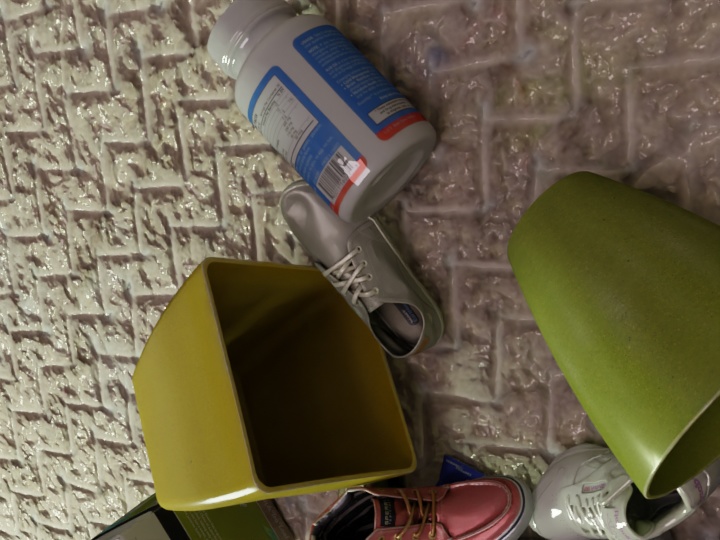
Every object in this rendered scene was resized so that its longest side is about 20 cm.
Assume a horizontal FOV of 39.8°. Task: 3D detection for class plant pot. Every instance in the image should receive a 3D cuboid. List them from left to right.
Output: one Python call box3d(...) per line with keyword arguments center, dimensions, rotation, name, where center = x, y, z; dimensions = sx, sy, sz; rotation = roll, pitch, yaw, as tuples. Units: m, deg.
box3d(center=(-0.098, 0.121, 0.915), dimensions=(0.176, 0.199, 0.202), rotation=(-31, 67, 37), name="plant pot")
box3d(center=(0.205, 0.026, 0.724), dimensions=(0.200, 0.186, 0.188), rotation=(48, 131, 30), name="plant pot")

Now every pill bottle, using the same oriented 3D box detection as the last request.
box3d(center=(-0.038, -0.148, 0.860), dimensions=(0.200, 0.112, 0.112), rotation=(48, 129, 12), name="pill bottle")

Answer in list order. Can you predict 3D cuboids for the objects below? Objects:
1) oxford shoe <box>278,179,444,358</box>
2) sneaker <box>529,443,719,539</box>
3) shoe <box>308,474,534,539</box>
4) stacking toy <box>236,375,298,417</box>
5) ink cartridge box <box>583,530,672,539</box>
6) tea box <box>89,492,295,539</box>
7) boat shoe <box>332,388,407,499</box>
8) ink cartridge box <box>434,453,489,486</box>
box3d(center=(0.000, 0.000, 0.900), dimensions=(0.075, 0.058, 0.200), rotation=(-37, 98, 33), name="oxford shoe")
box3d(center=(0.205, 0.185, 0.822), dimensions=(0.199, 0.099, 0.075), rotation=(-36, 88, 42), name="sneaker")
box3d(center=(0.051, 0.226, 0.892), dimensions=(0.199, 0.091, 0.072), rotation=(-26, 51, 26), name="shoe")
box3d(center=(-0.116, 0.139, 1.061), dimensions=(0.198, 0.085, 0.086), rotation=(9, 114, 29), name="stacking toy")
box3d(center=(0.190, 0.305, 0.879), dimensions=(0.198, 0.067, 0.117), rotation=(-19, 102, 31), name="ink cartridge box")
box3d(center=(-0.219, 0.330, 1.135), dimensions=(0.199, 0.196, 0.135), rotation=(-33, 89, 39), name="tea box")
box3d(center=(0.021, 0.210, 0.990), dimensions=(0.063, 0.073, 0.203), rotation=(3, 102, 41), name="boat shoe")
box3d(center=(0.099, 0.288, 0.986), dimensions=(0.094, 0.037, 0.202), rotation=(24, 119, 27), name="ink cartridge box")
